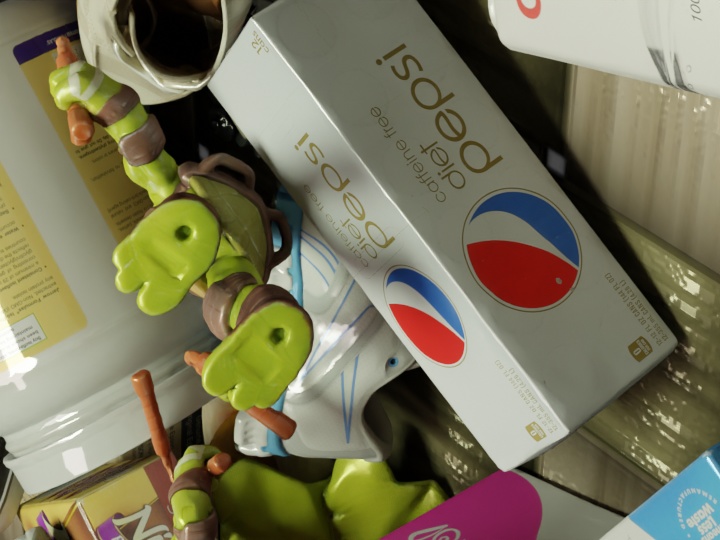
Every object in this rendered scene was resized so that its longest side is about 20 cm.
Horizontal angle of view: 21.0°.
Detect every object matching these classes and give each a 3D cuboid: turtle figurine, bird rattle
[{"bbox_3d":[-0.048,0.143,0.806,0.161,0.064,0.201,0,96,34],"label":"turtle figurine"},{"bbox_3d":[-0.057,-0.002,0.770,0.200,0.064,0.161,64,178,-18],"label":"turtle figurine"},{"bbox_3d":[-0.034,0.122,1.006,0.200,0.112,0.163,107,142,-65],"label":"bird rattle"}]

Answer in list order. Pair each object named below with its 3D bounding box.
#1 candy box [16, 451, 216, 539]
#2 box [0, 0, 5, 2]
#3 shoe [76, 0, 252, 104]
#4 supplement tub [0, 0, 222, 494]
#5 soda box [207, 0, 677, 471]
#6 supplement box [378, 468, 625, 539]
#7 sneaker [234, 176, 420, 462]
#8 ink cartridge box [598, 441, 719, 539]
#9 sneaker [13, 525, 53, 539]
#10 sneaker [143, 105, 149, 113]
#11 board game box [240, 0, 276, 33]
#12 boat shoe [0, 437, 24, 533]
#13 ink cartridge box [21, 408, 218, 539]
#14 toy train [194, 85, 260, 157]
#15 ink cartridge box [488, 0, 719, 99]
[{"bbox_3d":[-0.113,0.157,0.978,0.117,0.056,0.200,64,159,0],"label":"candy box"},{"bbox_3d":[-0.251,-0.223,1.041,0.200,0.104,0.183,34,137,39],"label":"box"},{"bbox_3d":[-0.080,-0.111,0.786,0.070,0.054,0.200,22,153,-9],"label":"shoe"},{"bbox_3d":[-0.150,-0.013,0.907,0.145,0.145,0.200,-20,100,59],"label":"supplement tub"},{"bbox_3d":[0.030,-0.023,0.768,0.200,0.068,0.064,52,151,4],"label":"soda box"},{"bbox_3d":[0.075,0.205,0.859,0.103,0.101,0.201,22,128,49],"label":"supplement box"},{"bbox_3d":[0.000,0.000,0.874,0.086,0.075,0.201,12,119,7],"label":"sneaker"},{"bbox_3d":[0.178,0.156,0.702,0.200,0.068,0.116,55,148,14],"label":"ink cartridge box"},{"bbox_3d":[-0.177,0.188,0.980,0.071,0.080,0.200,60,159,15],"label":"sneaker"},{"bbox_3d":[-0.108,-0.024,1.017,0.115,0.074,0.201,22,119,19],"label":"sneaker"},{"bbox_3d":[-0.052,-0.157,0.782,0.135,0.035,0.200,25,152,-16],"label":"board game box"},{"bbox_3d":[-0.202,0.056,1.007,0.070,0.066,0.201,30,113,27],"label":"boat shoe"},{"bbox_3d":[-0.170,0.082,1.163,0.200,0.075,0.165,38,141,35],"label":"ink cartridge box"},{"bbox_3d":[-0.088,-0.143,0.925,0.046,0.034,0.200,-41,75,45],"label":"toy train"},{"bbox_3d":[0.126,-0.127,0.563,0.200,0.084,0.146,22,128,48],"label":"ink cartridge box"}]
